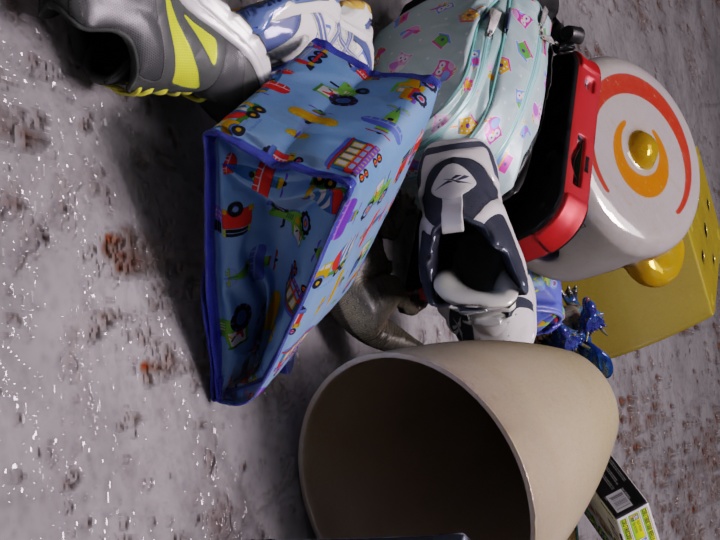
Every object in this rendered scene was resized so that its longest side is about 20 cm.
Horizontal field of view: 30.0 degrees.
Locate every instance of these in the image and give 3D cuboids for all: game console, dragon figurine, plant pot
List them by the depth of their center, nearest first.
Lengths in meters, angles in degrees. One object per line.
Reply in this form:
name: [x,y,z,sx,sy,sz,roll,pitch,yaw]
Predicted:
plant pot: [0.092,0.123,0.925,0.200,0.187,0.188,-18,101,-49]
game console: [0.117,-0.079,1.106,0.031,0.177,0.201,35,49,-28]
dragon figurine: [0.219,0.085,1.365,0.200,0.059,0.100,72,1,-46]
plant pot: [0.286,-0.033,1.447,0.200,0.176,0.200,64,32,-35]

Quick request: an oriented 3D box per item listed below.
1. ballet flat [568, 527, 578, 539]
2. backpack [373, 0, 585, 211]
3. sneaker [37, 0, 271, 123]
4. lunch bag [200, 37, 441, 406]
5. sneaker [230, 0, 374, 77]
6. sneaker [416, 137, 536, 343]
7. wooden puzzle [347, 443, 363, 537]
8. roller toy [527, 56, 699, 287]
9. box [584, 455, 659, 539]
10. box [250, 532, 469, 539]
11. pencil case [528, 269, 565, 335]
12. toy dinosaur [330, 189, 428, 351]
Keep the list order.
ballet flat: [0.159,0.198,1.275,0.063,0.069,0.201,-8,89,-37]
backpack: [0.073,-0.138,1.068,0.126,0.167,0.201,36,51,-29]
sneaker: [-0.119,-0.128,0.750,0.085,0.074,0.200,-61,150,-13]
lunch bag: [-0.033,-0.016,0.828,0.151,0.094,0.201,-52,158,-53]
sneaker: [-0.035,-0.137,0.905,0.200,0.075,0.089,-17,100,-64]
sneaker: [0.084,0.017,0.968,0.130,0.079,0.200,-79,163,-56]
wooden puzzle: [0.063,0.180,1.016,0.199,0.046,0.186,6,73,-36]
roller toy: [0.208,-0.088,1.201,0.182,0.140,0.201,13,69,-35]
box: [0.227,0.205,1.302,0.110,0.035,0.200,67,-5,-36]
box: [0.014,0.270,0.824,0.201,0.148,0.107,68,29,-29]
pencil case: [0.162,-0.035,1.291,0.078,0.086,0.201,133,-36,-64]
toy dinosaur: [0.000,0.000,0.974,0.102,0.077,0.201,-26,113,-51]
